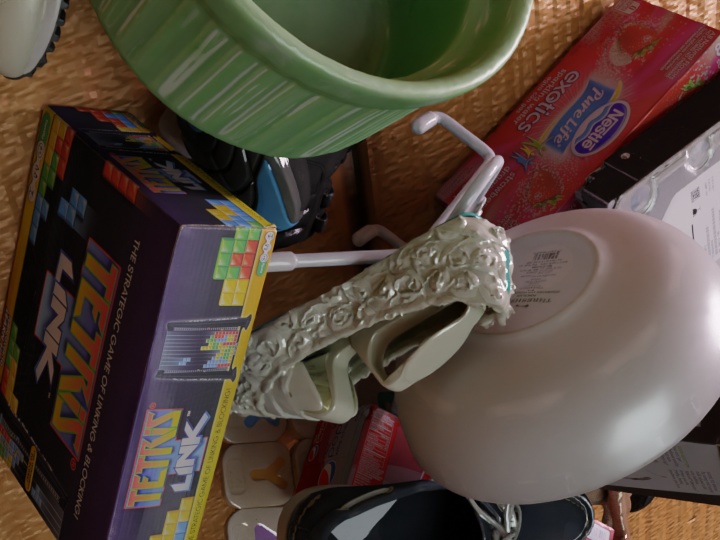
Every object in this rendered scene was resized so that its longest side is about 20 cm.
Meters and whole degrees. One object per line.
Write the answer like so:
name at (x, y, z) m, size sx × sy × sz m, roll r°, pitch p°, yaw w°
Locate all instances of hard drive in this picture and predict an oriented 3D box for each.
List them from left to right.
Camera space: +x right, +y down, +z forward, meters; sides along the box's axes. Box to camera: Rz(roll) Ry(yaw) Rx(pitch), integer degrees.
hard drive at (0.233, -0.052, 0.820) m, size 0.200 × 0.038 × 0.140 m, roll -34°, pitch 133°, yaw -17°

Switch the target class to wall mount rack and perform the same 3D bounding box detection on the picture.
wall mount rack at (0.000, 0.000, 0.721) m, size 0.174 × 0.074 × 0.200 m, roll -48°, pitch 171°, yaw -39°

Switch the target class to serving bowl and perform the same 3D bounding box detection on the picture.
serving bowl at (0.101, 0.029, 0.679) m, size 0.200 × 0.200 × 0.066 m, roll -38°, pitch 121°, yaw -13°

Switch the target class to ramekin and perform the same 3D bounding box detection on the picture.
ramekin at (-0.028, -0.149, 0.557) m, size 0.199 × 0.098 × 0.201 m, roll 15°, pitch 63°, yaw -31°

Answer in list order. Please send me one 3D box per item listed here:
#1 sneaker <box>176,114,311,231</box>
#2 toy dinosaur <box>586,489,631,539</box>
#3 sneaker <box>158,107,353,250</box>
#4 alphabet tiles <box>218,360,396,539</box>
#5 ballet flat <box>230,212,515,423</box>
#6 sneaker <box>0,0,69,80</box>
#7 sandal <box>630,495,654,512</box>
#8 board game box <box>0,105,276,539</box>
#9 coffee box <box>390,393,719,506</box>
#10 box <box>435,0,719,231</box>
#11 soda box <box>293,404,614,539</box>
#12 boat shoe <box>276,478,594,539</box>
sneaker at (-0.058, -0.120, 0.627) m, size 0.082 × 0.073 × 0.201 m, roll -23°, pitch 96°, yaw -37°
toy dinosaur at (0.151, 0.120, 0.877) m, size 0.200 × 0.086 × 0.136 m, roll 45°, pitch 45°, yaw -31°
sneaker at (-0.020, -0.080, 0.729) m, size 0.200 × 0.071 × 0.099 m, roll -27°, pitch 136°, yaw -22°
alphabet tiles at (-0.001, 0.127, 0.803) m, size 0.195 × 0.015 × 0.201 m, roll 3°, pitch 72°, yaw -32°
ballet flat at (-0.004, 0.041, 0.655) m, size 0.200 × 0.072 × 0.072 m, roll -33°, pitch 138°, yaw 24°
sneaker at (-0.173, -0.189, 0.561) m, size 0.093 × 0.070 × 0.201 m, roll 5°, pitch 117°, yaw -16°
sandal at (0.228, 0.115, 1.014) m, size 0.048 × 0.075 × 0.201 m, roll -19°, pitch 124°, yaw -23°
board game box at (-0.129, 0.036, 0.643) m, size 0.057 × 0.165 × 0.201 m, roll 1°, pitch 113°, yaw -37°
coffee box at (0.135, 0.068, 0.766) m, size 0.080 × 0.199 × 0.115 m, roll 61°, pitch 42°, yaw -47°
box at (0.162, -0.075, 0.843) m, size 0.200 × 0.095 × 0.100 m, roll -46°, pitch 133°, yaw -6°
soda box at (0.060, 0.157, 0.780) m, size 0.200 × 0.070 × 0.064 m, roll 30°, pitch 61°, yaw -21°
boat shoe at (0.054, 0.145, 0.697) m, size 0.199 × 0.062 × 0.075 m, roll 7°, pitch 86°, yaw -25°
